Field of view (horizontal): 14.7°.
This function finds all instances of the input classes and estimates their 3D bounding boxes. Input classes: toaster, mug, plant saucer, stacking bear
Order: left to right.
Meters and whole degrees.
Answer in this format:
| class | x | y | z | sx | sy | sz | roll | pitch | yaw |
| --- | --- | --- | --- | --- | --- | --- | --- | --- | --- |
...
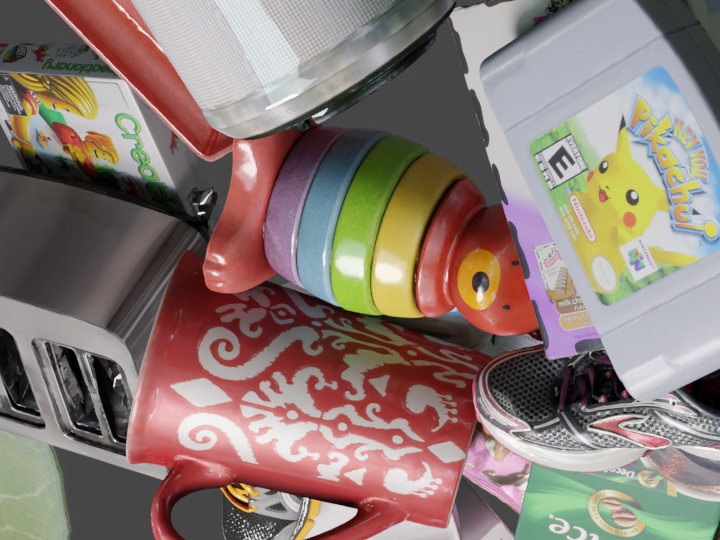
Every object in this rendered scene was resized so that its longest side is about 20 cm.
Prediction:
| class | x | y | z | sx | sy | sz | roll | pitch | yaw |
| --- | --- | --- | --- | --- | --- | --- | --- | --- | --- |
| toaster | -0.180 | 0.031 | 1.828 | 0.180 | 0.119 | 0.201 | 14 | 141 | 23 |
| plant saucer | -0.099 | -0.173 | 1.657 | 0.200 | 0.037 | 0.199 | 46 | 143 | -15 |
| mug | -0.034 | 0.098 | 1.692 | 0.199 | 0.179 | 0.133 | 15 | -174 | 3 |
| stacking bear | 0.028 | -0.020 | 1.617 | 0.199 | 0.114 | 0.122 | 19 | 102 | 20 |

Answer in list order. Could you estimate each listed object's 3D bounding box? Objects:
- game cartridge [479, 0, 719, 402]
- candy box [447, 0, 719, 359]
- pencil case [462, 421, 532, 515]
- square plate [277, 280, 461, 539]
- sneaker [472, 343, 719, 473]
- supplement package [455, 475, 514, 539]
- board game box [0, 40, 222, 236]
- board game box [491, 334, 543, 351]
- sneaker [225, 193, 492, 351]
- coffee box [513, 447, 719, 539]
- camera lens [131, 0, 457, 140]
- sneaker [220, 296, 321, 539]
| class | x | y | z | sx | sy | sz | roll | pitch | yaw |
| --- | --- | --- | --- | --- | --- | --- | --- | --- | --- |
| game cartridge | 0.148 | -0.045 | 1.417 | 0.133 | 0.040 | 0.201 | -30 | 83 | 41 |
| candy box | 0.151 | -0.067 | 1.482 | 0.167 | 0.071 | 0.201 | -12 | 96 | 46 |
| pencil case | 0.142 | 0.139 | 1.783 | 0.200 | 0.087 | 0.083 | 40 | 124 | -4 |
| square plate | -0.018 | 0.102 | 1.854 | 0.198 | 0.028 | 0.201 | -20 | 85 | 50 |
| sneaker | 0.158 | 0.064 | 1.555 | 0.199 | 0.081 | 0.075 | 1 | 152 | 18 |
| supplement package | 0.059 | 0.275 | 1.874 | 0.191 | 0.200 | 0.147 | 47 | 179 | -19 |
| board game box | -0.161 | -0.062 | 1.835 | 0.126 | 0.035 | 0.201 | 6 | 136 | 33 |
| board game box | 0.160 | -0.001 | 1.648 | 0.152 | 0.040 | 0.201 | 23 | 143 | 14 |
| sneaker | 0.000 | 0.000 | 1.735 | 0.199 | 0.075 | 0.087 | 27 | 152 | 30 |
| coffee box | 0.160 | 0.141 | 1.678 | 0.122 | 0.044 | 0.201 | 24 | 135 | 13 |
| camera lens | -0.053 | -0.183 | 1.486 | 0.160 | 0.160 | 0.201 | -18 | 110 | 48 |
| sneaker | -0.067 | 0.110 | 1.833 | 0.078 | 0.077 | 0.201 | 34 | 125 | 36 |
